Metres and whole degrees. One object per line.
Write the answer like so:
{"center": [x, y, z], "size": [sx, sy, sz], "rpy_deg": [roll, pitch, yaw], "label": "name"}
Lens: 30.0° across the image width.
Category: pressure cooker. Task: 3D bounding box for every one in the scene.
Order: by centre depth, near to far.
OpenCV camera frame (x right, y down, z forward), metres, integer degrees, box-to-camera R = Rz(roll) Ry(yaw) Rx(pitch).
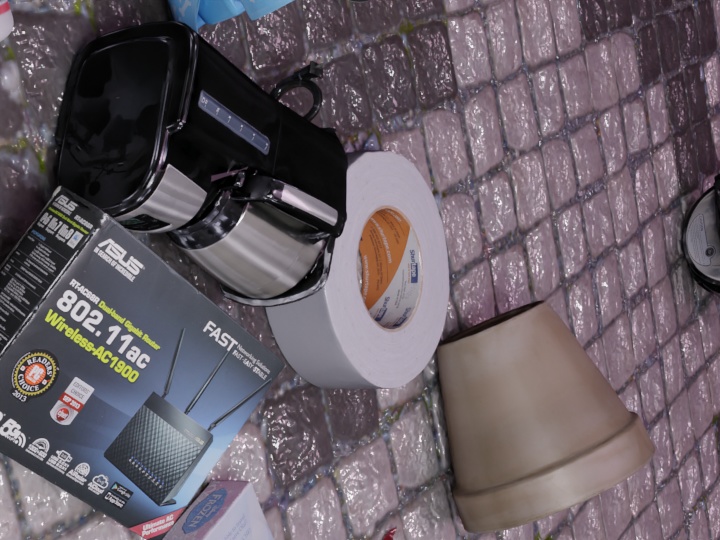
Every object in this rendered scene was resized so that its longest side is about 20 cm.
{"center": [0.544, -0.038, 1.861], "size": [0.199, 0.176, 0.179], "rpy_deg": [29, 98, -49], "label": "pressure cooker"}

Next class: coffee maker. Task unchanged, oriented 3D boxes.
{"center": [-0.111, -0.092, 0.956], "size": [0.200, 0.134, 0.194], "rpy_deg": [34, 37, -51], "label": "coffee maker"}

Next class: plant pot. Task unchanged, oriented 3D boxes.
{"center": [0.159, 0.130, 1.288], "size": [0.199, 0.199, 0.175], "rpy_deg": [-22, 89, -55], "label": "plant pot"}

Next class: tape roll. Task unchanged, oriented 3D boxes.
{"center": [0.000, 0.000, 1.147], "size": [0.199, 0.066, 0.203], "rpy_deg": [5, 84, -56], "label": "tape roll"}

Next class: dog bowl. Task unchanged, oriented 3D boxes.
{"center": [-0.070, -0.217, 0.949], "size": [0.111, 0.199, 0.050], "rpy_deg": [-41, 111, -29], "label": "dog bowl"}

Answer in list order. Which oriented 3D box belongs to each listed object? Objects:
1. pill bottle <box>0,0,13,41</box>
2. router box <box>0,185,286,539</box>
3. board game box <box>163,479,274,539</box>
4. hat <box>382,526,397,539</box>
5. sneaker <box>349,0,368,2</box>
{"center": [-0.269, -0.208, 0.721], "size": [0.109, 0.108, 0.202], "rpy_deg": [-39, 119, -50], "label": "pill bottle"}
{"center": [-0.158, 0.065, 0.854], "size": [0.151, 0.062, 0.200], "rpy_deg": [-55, 135, -9], "label": "router box"}
{"center": [-0.112, 0.293, 0.973], "size": [0.200, 0.043, 0.201], "rpy_deg": [-47, 126, -47], "label": "board game box"}
{"center": [-0.014, 0.322, 1.100], "size": [0.177, 0.164, 0.200], "rpy_deg": [63, 0, 16], "label": "hat"}
{"center": [0.017, -0.336, 1.191], "size": [0.076, 0.075, 0.202], "rpy_deg": [-134, -124, -82], "label": "sneaker"}
